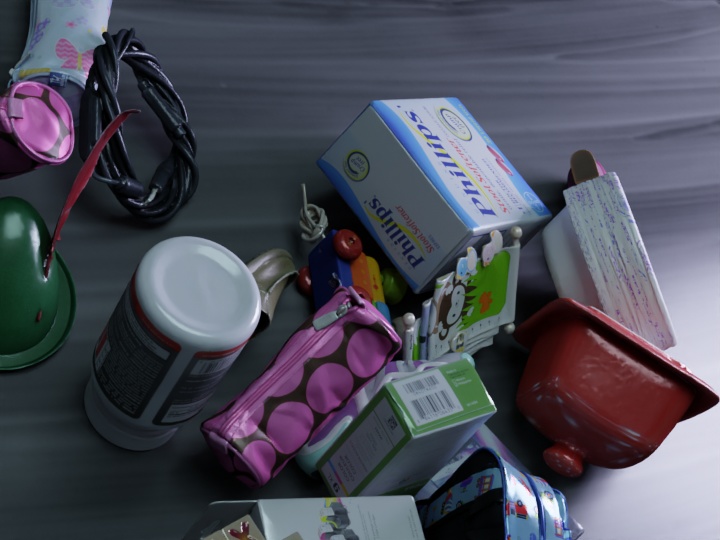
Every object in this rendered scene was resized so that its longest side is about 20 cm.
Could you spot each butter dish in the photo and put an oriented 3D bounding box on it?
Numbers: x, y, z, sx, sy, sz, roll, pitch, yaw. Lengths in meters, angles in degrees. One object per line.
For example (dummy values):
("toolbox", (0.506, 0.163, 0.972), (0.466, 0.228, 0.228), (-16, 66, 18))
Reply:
("butter dish", (0.237, 0.143, 1.726), (0.198, 0.200, 0.149), (31, 72, -3))

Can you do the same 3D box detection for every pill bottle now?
("pill bottle", (-0.175, 0.071, 1.496), (0.115, 0.200, 0.117), (16, 48, -19))

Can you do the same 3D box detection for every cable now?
("cable", (-0.220, -0.153, 1.703), (0.163, 0.050, 0.202), (27, 53, -50))

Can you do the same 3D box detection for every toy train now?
("toy train", (0.000, 0.000, 1.750), (0.115, 0.085, 0.202), (17, 47, -32))

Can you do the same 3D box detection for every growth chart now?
("growth chart", (0.103, 0.048, 1.721), (0.018, 0.146, 0.199), (24, 44, 35))

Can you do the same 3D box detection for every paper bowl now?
("paper bowl", (0.264, 0.004, 1.817), (0.201, 0.103, 0.202), (-22, 90, -81))

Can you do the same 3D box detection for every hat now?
("hat", (-0.310, -0.039, 1.519), (0.164, 0.176, 0.201), (15, 48, -21))

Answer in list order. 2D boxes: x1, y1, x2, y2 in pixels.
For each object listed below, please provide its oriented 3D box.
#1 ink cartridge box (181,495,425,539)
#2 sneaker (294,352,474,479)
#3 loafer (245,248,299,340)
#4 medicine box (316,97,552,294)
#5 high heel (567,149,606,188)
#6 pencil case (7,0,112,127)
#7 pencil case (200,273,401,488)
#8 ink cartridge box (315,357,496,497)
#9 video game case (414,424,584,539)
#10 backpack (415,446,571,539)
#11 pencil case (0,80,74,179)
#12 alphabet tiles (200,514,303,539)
("ink cartridge box", (-0.054, 0.254, 1.481), (0.198, 0.115, 0.068), (3, 55, -28))
("sneaker", (0.001, 0.096, 1.630), (0.199, 0.078, 0.140), (-28, 68, -15))
("loafer", (-0.116, 0.035, 1.641), (0.068, 0.076, 0.200), (56, 31, 2))
("medicine box", (0.082, -0.086, 1.811), (0.183, 0.103, 0.199), (52, 28, 15))
("high heel", (0.284, -0.039, 1.976), (0.067, 0.096, 0.202), (-8, 74, 12))
("pencil case", (-0.311, -0.242, 1.752), (0.090, 0.083, 0.201), (9, 50, -8))
("pencil case", (-0.058, 0.105, 1.540), (0.091, 0.094, 0.200), (40, 81, 18))
("ink cartridge box", (0.029, 0.167, 1.541), (0.103, 0.200, 0.060), (-14, 63, -38))
("video game case", (0.117, 0.227, 1.676), (0.200, 0.019, 0.143), (45, 45, 10))
("backpack", (0.125, 0.260, 1.510), (0.133, 0.200, 0.184), (12, 55, -15))
("pencil case", (-0.363, -0.120, 1.542), (0.094, 0.198, 0.092), (42, 45, -47))
("alphabet tiles", (-0.071, 0.299, 1.349), (0.166, 0.006, 0.201), (-22, 72, -44))
